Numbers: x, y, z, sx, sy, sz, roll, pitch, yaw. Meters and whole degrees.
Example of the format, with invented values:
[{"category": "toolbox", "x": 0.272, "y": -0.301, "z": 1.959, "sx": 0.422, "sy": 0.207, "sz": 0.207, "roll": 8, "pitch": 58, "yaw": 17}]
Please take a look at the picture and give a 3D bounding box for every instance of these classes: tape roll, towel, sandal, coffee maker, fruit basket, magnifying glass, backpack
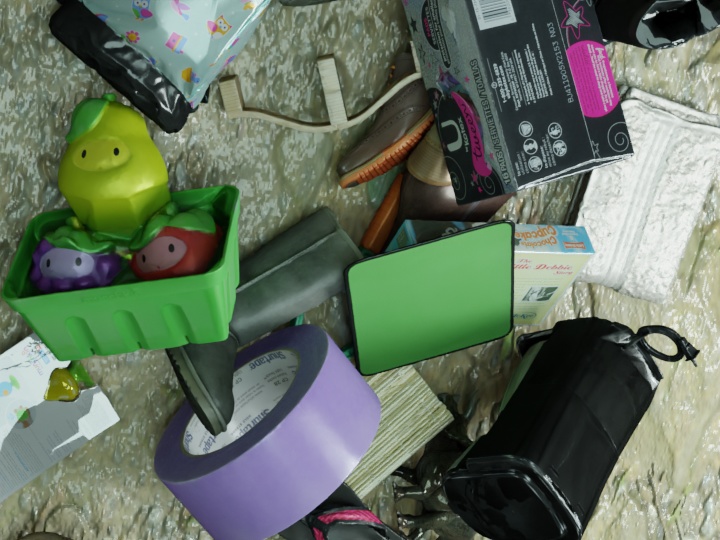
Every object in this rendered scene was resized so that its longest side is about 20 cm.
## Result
[{"category": "tape roll", "x": -0.085, "y": 0.147, "z": 1.607, "sx": 0.200, "sy": 0.200, "sz": 0.085, "roll": -39, "pitch": 111, "yaw": -3}, {"category": "towel", "x": 0.277, "y": -0.073, "z": 1.744, "sx": 0.132, "sy": 0.034, "sz": 0.201, "roll": 15, "pitch": 100, "yaw": -19}, {"category": "sandal", "x": -0.008, "y": 0.254, "z": 1.688, "sx": 0.200, "sy": 0.045, "sz": 0.075, "roll": 36, "pitch": 94, "yaw": -25}, {"category": "coffee maker", "x": 0.189, "y": 0.145, "z": 1.654, "sx": 0.135, "sy": 0.192, "sz": 0.200, "roll": 38, "pitch": 52, "yaw": -4}, {"category": "fruit basket", "x": -0.208, "y": -0.040, "z": 1.533, "sx": 0.215, "sy": 0.156, "sz": 0.216, "roll": 2, "pitch": 126, "yaw": 3}, {"category": "magnifying glass", "x": 0.000, "y": 0.000, "z": 1.688, "sx": 0.079, "sy": 0.022, "sz": 0.201, "roll": 27, "pitch": 93, "yaw": -24}, {"category": "backpack", "x": -0.150, "y": -0.236, "z": 1.527, "sx": 0.167, "sy": 0.127, "sz": 0.200, "roll": 42, "pitch": 87, "yaw": -18}]

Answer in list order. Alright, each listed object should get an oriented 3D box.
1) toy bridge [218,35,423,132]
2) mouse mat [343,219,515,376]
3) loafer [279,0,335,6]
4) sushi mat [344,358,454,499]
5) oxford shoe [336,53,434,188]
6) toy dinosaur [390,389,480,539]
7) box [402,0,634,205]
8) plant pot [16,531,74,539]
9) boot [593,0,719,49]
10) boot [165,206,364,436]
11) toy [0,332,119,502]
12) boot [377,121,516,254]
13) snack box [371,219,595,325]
[{"category": "toy bridge", "x": -0.024, "y": -0.162, "z": 1.606, "sx": 0.199, "sy": 0.027, "sz": 0.068, "roll": -12, "pitch": 105, "yaw": 3}, {"category": "mouse mat", "x": 0.067, "y": 0.028, "z": 1.635, "sx": 0.160, "sy": 0.008, "sz": 0.200, "roll": -16, "pitch": 146, "yaw": -6}, {"category": "loafer", "x": 0.013, "y": -0.286, "z": 1.600, "sx": 0.199, "sy": 0.072, "sz": 0.063, "roll": -15, "pitch": 91, "yaw": -19}, {"category": "sushi mat", "x": -0.013, "y": 0.170, "z": 1.714, "sx": 0.200, "sy": 0.012, "sz": 0.096, "roll": -40, "pitch": 87, "yaw": -4}, {"category": "oxford shoe", "x": 0.045, "y": -0.156, "z": 1.647, "sx": 0.200, "sy": 0.071, "sz": 0.073, "roll": -42, "pitch": 85, "yaw": -1}, {"category": "toy dinosaur", "x": 0.084, "y": 0.226, "z": 1.744, "sx": 0.102, "sy": 0.077, "sz": 0.201, "roll": -9, "pitch": 103, "yaw": 0}, {"category": "box", "x": 0.133, "y": -0.172, "z": 1.552, "sx": 0.132, "sy": 0.115, "sz": 0.201, "roll": -16, "pitch": 91, "yaw": -24}, {"category": "plant pot", "x": -0.251, "y": 0.359, "z": 1.636, "sx": 0.174, "sy": 0.200, "sz": 0.201, "roll": 28, "pitch": 96, "yaw": -40}, {"category": "boot", "x": 0.228, "y": -0.216, "z": 1.602, "sx": 0.165, "sy": 0.200, "sz": 0.066, "roll": -37, "pitch": 111, "yaw": -4}, {"category": "boot", "x": -0.081, "y": 0.042, "z": 1.605, "sx": 0.199, "sy": 0.182, "sz": 0.073, "roll": -21, "pitch": 141, "yaw": -9}, {"category": "toy", "x": -0.334, "y": 0.143, "z": 1.614, "sx": 0.200, "sy": 0.047, "sz": 0.115, "roll": -34, "pitch": 108, "yaw": -9}, {"category": "boot", "x": 0.114, "y": -0.075, "z": 1.685, "sx": 0.199, "sy": 0.072, "sz": 0.167, "roll": -3, "pitch": 128, "yaw": -38}, {"category": "snack box", "x": 0.109, "y": 0.004, "z": 1.662, "sx": 0.199, "sy": 0.037, "sz": 0.116, "roll": 2, "pitch": 142, "yaw": -29}]
